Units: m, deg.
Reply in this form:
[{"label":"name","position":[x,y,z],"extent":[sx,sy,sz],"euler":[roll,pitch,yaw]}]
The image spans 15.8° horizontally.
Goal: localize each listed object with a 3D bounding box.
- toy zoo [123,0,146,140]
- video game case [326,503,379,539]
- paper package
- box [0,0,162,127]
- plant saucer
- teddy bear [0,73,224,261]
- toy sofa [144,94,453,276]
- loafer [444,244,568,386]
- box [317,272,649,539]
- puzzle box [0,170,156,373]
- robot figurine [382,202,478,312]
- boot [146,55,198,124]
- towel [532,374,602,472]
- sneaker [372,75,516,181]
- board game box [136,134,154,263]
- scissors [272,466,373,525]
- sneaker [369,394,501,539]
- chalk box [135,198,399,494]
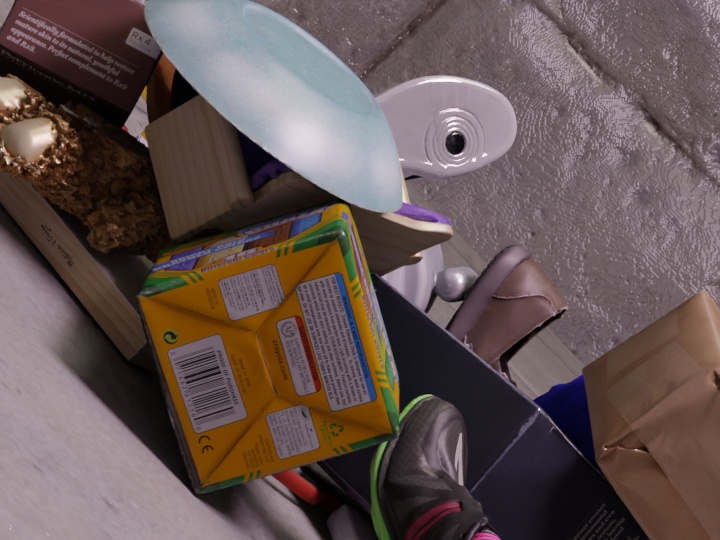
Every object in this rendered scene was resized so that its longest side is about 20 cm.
[{"label":"toy zoo","position":[-0.178,-0.162,2.015],"extent":[0.200,0.131,0.020],"euler":[50,9,28]},{"label":"video game case","position":[0.067,0.243,1.584],"extent":[0.200,0.022,0.182],"euler":[43,8,-20]},{"label":"paper package","position":[0.234,0.132,1.660],"extent":[0.191,0.103,0.200],"euler":[54,10,-11]},{"label":"box","position":[-0.190,-0.139,1.733],"extent":[0.100,0.075,0.200],"euler":[27,-12,-6]},{"label":"plant saucer","position":[-0.042,-0.115,1.591],"extent":[0.201,0.039,0.201],"euler":[37,17,-13]},{"label":"teddy bear","position":[-0.168,-0.057,1.612],"extent":[0.145,0.067,0.200],"euler":[39,9,29]},{"label":"toy sofa","position":[-0.034,-0.056,1.635],"extent":[0.200,0.097,0.083],"euler":[17,52,-53]},{"label":"loafer","position":[0.075,0.079,1.821],"extent":[0.071,0.200,0.073],"euler":[35,6,10]},{"label":"box","position":[0.069,0.133,1.679],"extent":[0.198,0.123,0.200],"euler":[46,-4,-41]},{"label":"puzzle box","position":[-0.164,-0.006,1.646],"extent":[0.200,0.025,0.133],"euler":[49,8,26]},{"label":"robot figurine","position":[0.000,0.000,1.856],"extent":[0.169,0.113,0.200],"euler":[12,5,5]},{"label":"boot","position":[-0.110,-0.116,1.789],"extent":[0.200,0.068,0.189],"euler":[-119,-167,-56]},{"label":"towel","position":[0.153,0.182,1.799],"extent":[0.049,0.148,0.200],"euler":[-6,67,-32]},{"label":"sneaker","position":[0.002,-0.096,1.853],"extent":[0.112,0.200,0.073],"euler":[3,-78,64]},{"label":"board game box","position":[-0.106,0.000,1.871],"extent":[0.200,0.041,0.200],"euler":[45,8,-9]},{"label":"scissors","position":[-0.013,0.155,1.667],"extent":[0.200,0.014,0.073],"euler":[43,2,-31]},{"label":"sneaker","position":[0.052,0.159,1.460],"extent":[0.077,0.084,0.200],"euler":[42,37,-44]},{"label":"chalk box","position":[-0.049,0.036,1.524],"extent":[0.200,0.124,0.125],"euler":[-83,157,-80]}]
